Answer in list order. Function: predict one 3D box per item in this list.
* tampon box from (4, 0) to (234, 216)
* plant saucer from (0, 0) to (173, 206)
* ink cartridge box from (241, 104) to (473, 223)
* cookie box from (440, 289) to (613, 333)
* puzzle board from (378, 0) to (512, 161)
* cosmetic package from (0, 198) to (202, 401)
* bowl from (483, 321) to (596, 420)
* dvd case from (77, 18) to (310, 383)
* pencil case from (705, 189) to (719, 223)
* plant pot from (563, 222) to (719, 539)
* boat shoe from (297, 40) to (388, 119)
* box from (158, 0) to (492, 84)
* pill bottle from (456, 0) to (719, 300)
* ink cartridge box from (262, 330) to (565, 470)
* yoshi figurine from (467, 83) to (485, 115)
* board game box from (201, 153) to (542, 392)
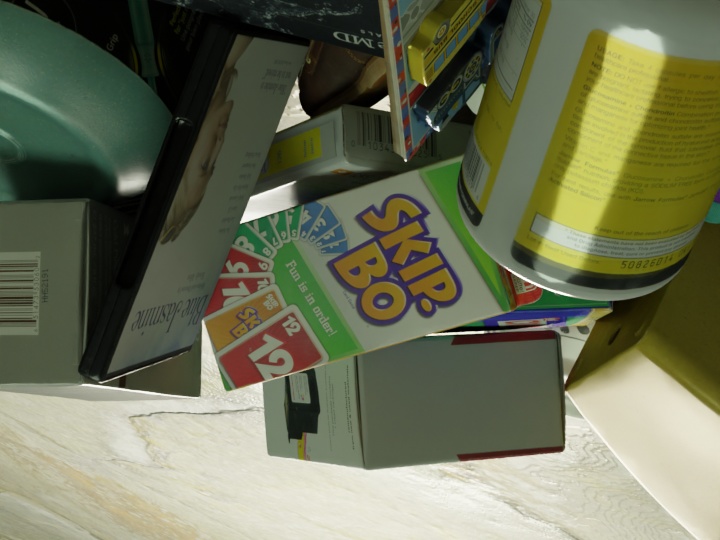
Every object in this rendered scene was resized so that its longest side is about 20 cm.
[{"bbox_3d":[-0.161,-0.132,1.047,0.126,0.150,0.200,-8,145,46],"label":"tampon box"},{"bbox_3d":[-0.198,-0.083,0.950,0.200,0.036,0.200,14,155,7],"label":"plant saucer"},{"bbox_3d":[0.014,-0.057,1.128,0.198,0.047,0.200,4,171,-35],"label":"ink cartridge box"},{"bbox_3d":[0.056,0.002,1.125,0.200,0.075,0.171,-3,174,2],"label":"cookie box"},{"bbox_3d":[0.074,-0.153,0.731,0.017,0.200,0.151,33,162,17],"label":"puzzle board"},{"bbox_3d":[-0.161,0.023,1.018,0.090,0.107,0.200,-2,175,16],"label":"cosmetic package"},{"bbox_3d":[0.165,0.052,1.280,0.201,0.094,0.201,18,159,7],"label":"bowl"},{"bbox_3d":[-0.088,-0.039,0.947,0.018,0.200,0.143,24,-170,11],"label":"dvd case"},{"bbox_3d":[0.237,-0.061,0.959,0.200,0.085,0.092,1,137,41],"label":"pencil case"},{"bbox_3d":[0.250,0.053,1.096,0.176,0.200,0.200,32,158,-3],"label":"plant pot"},{"bbox_3d":[0.001,-0.137,1.020,0.070,0.070,0.200,60,160,1],"label":"boat shoe"},{"bbox_3d":[-0.013,-0.202,0.800,0.197,0.117,0.200,16,159,11],"label":"box"},{"bbox_3d":[0.116,-0.093,0.730,0.112,0.112,0.200,19,129,3],"label":"pill bottle"},{"bbox_3d":[0.031,0.086,1.177,0.146,0.083,0.200,-3,177,-20],"label":"ink cartridge box"},{"bbox_3d":[0.112,-0.083,0.932,0.112,0.112,0.200,-11,-156,-7],"label":"yoshi figurine"},{"bbox_3d":[0.000,0.000,1.015,0.200,0.096,0.030,-17,-179,12],"label":"board game box"}]
